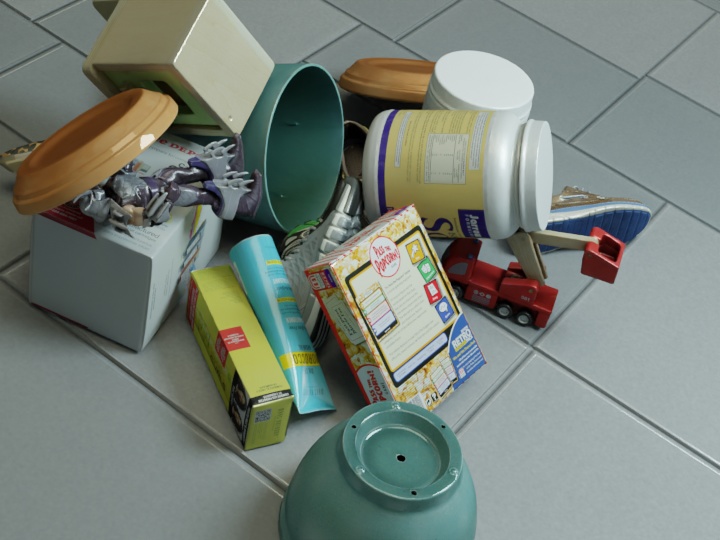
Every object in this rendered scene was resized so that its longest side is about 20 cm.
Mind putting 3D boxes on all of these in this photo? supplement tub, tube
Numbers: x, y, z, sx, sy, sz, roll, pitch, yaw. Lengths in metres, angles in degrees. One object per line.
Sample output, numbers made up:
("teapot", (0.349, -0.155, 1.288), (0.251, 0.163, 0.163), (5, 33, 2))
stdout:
("supplement tub", (0.131, -0.155, 1.665), (0.130, 0.201, 0.133), (8, 39, -7))
("supplement tub", (0.113, -0.110, 1.525), (0.198, 0.147, 0.146), (3, 39, 17))
("tube", (-0.084, 0.061, 1.438), (0.077, 0.050, 0.202), (0, 62, -57))

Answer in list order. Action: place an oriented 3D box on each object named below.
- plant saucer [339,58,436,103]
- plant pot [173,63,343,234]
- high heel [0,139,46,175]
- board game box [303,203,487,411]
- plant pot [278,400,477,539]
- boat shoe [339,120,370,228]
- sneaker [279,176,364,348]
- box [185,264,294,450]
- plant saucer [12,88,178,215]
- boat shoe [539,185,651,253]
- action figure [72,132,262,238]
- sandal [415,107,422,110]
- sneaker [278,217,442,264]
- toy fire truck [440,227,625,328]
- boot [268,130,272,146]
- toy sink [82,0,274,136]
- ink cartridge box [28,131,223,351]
("plant saucer", (0.071, -0.259, 1.808), (0.198, 0.038, 0.200), (6, 16, -2))
("plant pot", (-0.134, -0.154, 1.601), (0.159, 0.202, 0.201), (10, 38, 23))
("high heel", (-0.338, -0.151, 1.634), (0.198, 0.072, 0.143), (5, 36, -14))
("board game box", (0.042, 0.052, 1.446), (0.151, 0.046, 0.202), (-34, 104, -41))
("plant pot", (0.028, 0.213, 1.296), (0.198, 0.135, 0.201), (8, 42, -7))
("boat shoe", (0.012, -0.109, 1.676), (0.071, 0.060, 0.201), (-18, 47, -4))
("sneaker", (-0.072, -0.021, 1.505), (0.114, 0.075, 0.202), (16, 83, 16))
("box", (-0.132, 0.089, 1.427), (0.050, 0.076, 0.201), (-9, 48, -23))
("plant saucer", (-0.282, -0.131, 1.391), (0.199, 0.038, 0.201), (-27, 23, 12))
("boat shoe", (0.279, -0.074, 1.720), (0.198, 0.073, 0.073), (-5, 44, -21))
("action figure", (-0.204, -0.086, 1.376), (0.198, 0.070, 0.130), (-12, 42, -31))
("sandal", (0.090, -0.181, 1.768), (0.200, 0.080, 0.057), (-9, 43, -48))
("sneaker", (0.000, 0.000, 1.556), (0.198, 0.079, 0.086), (15, 43, -1))
("toy fire truck", (0.196, -0.006, 1.571), (0.198, 0.142, 0.049), (21, 42, 6))
("boot", (-0.191, -0.231, 1.765), (0.198, 0.073, 0.183), (14, 40, 9))
("toy sink", (-0.222, -0.229, 1.497), (0.198, 0.130, 0.113), (8, 63, 37))
("ink cartridge box", (-0.253, -0.046, 1.482), (0.144, 0.146, 0.201), (21, 41, 8))
